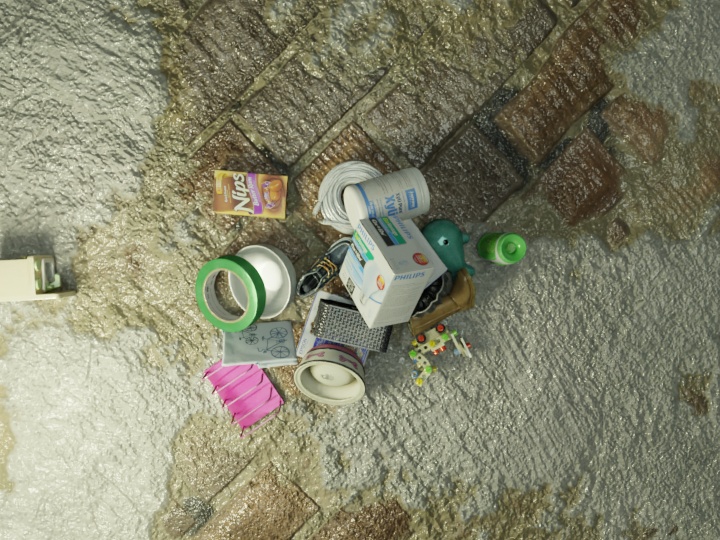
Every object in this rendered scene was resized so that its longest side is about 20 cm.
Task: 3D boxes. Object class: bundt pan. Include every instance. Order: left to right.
[{"bbox_3d":[0.151,0.039,1.603,0.200,0.076,0.204,-14,63,29],"label":"bundt pan"}]

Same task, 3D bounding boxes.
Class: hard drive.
[{"bbox_3d":[0.129,-0.034,1.584,0.132,0.025,0.201,-41,54,13],"label":"hard drive"}]

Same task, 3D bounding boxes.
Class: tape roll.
[{"bbox_3d":[-0.348,0.062,1.582,0.199,0.048,0.203,7,107,22],"label":"tape roll"}]

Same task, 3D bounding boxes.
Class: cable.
[{"bbox_3d":[-0.018,-0.200,1.644,0.198,0.069,0.202,20,90,-8],"label":"cable"}]

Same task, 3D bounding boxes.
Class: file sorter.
[{"bbox_3d":[-0.320,0.329,1.606,0.138,0.125,0.201,-33,95,-4],"label":"file sorter"}]

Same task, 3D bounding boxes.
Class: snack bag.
[{"bbox_3d":[-0.272,0.198,1.576,0.198,0.189,0.022,-3,119,-11],"label":"snack bag"}]

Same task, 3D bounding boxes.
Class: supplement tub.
[{"bbox_3d":[0.067,-0.185,1.556,0.198,0.132,0.133,-19,95,-14],"label":"supplement tub"}]

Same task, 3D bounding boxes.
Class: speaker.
[{"bbox_3d":[0.385,-0.062,1.626,0.087,0.200,0.089,0,92,-6],"label":"speaker"}]

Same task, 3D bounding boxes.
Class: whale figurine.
[{"bbox_3d":[0.247,-0.050,1.661,0.158,0.104,0.201,-35,96,-4],"label":"whale figurine"}]

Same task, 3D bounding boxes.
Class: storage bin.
[{"bbox_3d":[-0.021,0.145,1.582,0.198,0.135,0.095,13,91,-7],"label":"storage bin"}]

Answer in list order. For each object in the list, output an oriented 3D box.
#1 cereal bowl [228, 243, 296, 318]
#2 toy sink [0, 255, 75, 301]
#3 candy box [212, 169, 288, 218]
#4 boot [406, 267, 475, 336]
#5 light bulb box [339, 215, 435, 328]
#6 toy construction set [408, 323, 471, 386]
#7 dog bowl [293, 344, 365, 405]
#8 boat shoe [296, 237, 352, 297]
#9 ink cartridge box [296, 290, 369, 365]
[{"bbox_3d":[-0.254,0.023,1.603,0.198,0.083,0.202,6,105,22],"label":"cereal bowl"},{"bbox_3d":[-0.862,0.018,1.532,0.198,0.130,0.113,-2,92,-5],"label":"toy sink"},{"bbox_3d":[-0.300,-0.206,1.619,0.198,0.056,0.118,4,93,-5],"label":"candy box"},{"bbox_3d":[0.221,0.093,1.646,0.199,0.066,0.176,-24,138,-6],"label":"boot"},{"bbox_3d":[0.060,0.002,1.496,0.124,0.199,0.201,-9,139,-30],"label":"light bulb box"},{"bbox_3d":[0.219,0.231,1.676,0.199,0.092,0.132,-23,73,-12],"label":"toy construction set"},{"bbox_3d":[-0.078,0.280,1.611,0.198,0.201,0.074,20,46,-6],"label":"dog bowl"},{"bbox_3d":[-0.089,-0.004,1.577,0.071,0.091,0.200,43,101,2],"label":"boat shoe"},{"bbox_3d":[-0.061,0.174,1.669,0.198,0.047,0.199,20,92,-5],"label":"ink cartridge box"}]
